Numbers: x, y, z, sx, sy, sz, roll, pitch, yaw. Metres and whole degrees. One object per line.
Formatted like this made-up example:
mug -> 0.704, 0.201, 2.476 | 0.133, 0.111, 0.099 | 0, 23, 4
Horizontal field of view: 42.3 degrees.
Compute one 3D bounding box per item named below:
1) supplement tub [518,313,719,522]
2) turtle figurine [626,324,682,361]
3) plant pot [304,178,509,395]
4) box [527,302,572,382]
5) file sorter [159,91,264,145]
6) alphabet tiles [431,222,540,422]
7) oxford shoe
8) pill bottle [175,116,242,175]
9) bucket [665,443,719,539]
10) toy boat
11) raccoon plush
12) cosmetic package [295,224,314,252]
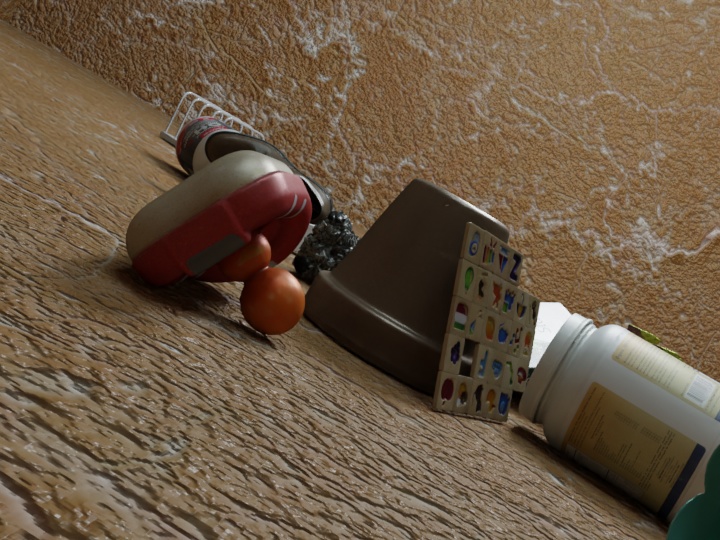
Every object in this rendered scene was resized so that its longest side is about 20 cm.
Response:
supplement tub -> 0.276, 0.146, 0.951 | 0.199, 0.146, 0.144 | 31, 5, 22
turtle figurine -> 0.318, 0.159, 1.113 | 0.199, 0.162, 0.064 | 35, -6, -16
plant pot -> 0.063, 0.008, 0.951 | 0.198, 0.176, 0.200 | 29, 4, -2
box -> 0.200, 0.090, 1.157 | 0.197, 0.037, 0.145 | 0, 31, -24
file sorter -> -0.332, -0.304, 2.119 | 0.138, 0.126, 0.199 | 23, 8, -48
alphabet tiles -> 0.131, 0.059, 0.909 | 0.007, 0.170, 0.199 | 7, -8, 32
oxford shoe -> -0.125, -0.130, 1.269 | 0.198, 0.073, 0.084 | 29, 8, -1
pill bottle -> -0.238, -0.189, 1.570 | 0.110, 0.112, 0.200 | 26, 6, -30
bucket -> 0.244, 0.155, 0.394 | 0.134, 0.209, 0.207 | 33, 1, -44
toy boat -> -0.089, -0.010, 0.730 | 0.132, 0.129, 0.200 | 59, 6, -1
raccoon plush -> 0.000, 0.000, 1.204 | 0.133, 0.097, 0.200 | 38, 6, 11
cosmetic package -> -0.143, -0.075, 1.325 | 0.082, 0.051, 0.199 | 30, 5, 28
